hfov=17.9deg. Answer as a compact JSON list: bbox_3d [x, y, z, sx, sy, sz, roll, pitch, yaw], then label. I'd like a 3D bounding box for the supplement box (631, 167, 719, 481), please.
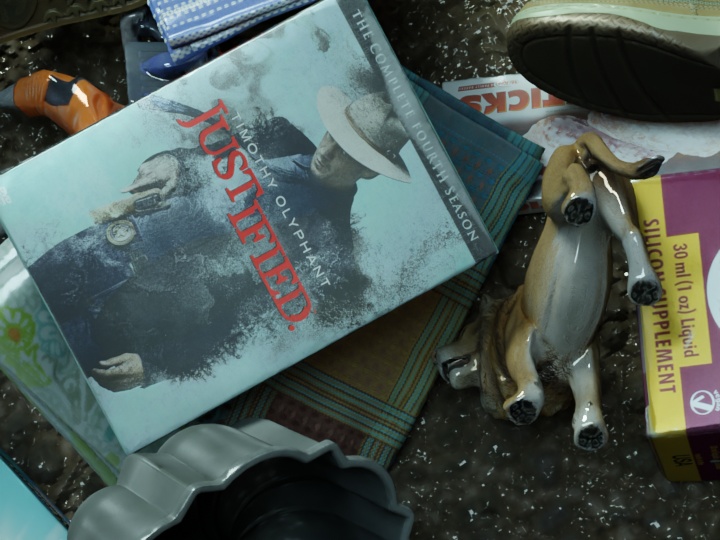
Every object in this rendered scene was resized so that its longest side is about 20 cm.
[{"bbox_3d":[0.233,0.021,1.088,0.199,0.103,0.132,-7,71,11],"label":"supplement box"}]

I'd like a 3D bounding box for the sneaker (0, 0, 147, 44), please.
[{"bbox_3d":[-0.198,-0.170,1.241,0.199,0.067,0.090,-8,36,7],"label":"sneaker"}]

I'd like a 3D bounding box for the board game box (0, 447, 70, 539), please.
[{"bbox_3d":[-0.211,0.175,1.175,0.151,0.047,0.200,-46,69,-4],"label":"board game box"}]

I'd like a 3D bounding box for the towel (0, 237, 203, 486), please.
[{"bbox_3d":[-0.079,0.012,1.134,0.200,0.171,0.048,-40,35,-3],"label":"towel"}]

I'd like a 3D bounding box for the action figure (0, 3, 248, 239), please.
[{"bbox_3d":[-0.120,-0.087,1.233,0.192,0.105,0.201,-5,42,6],"label":"action figure"}]

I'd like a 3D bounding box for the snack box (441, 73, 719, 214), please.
[{"bbox_3d":[0.142,-0.072,1.181,0.199,0.024,0.072,-6,69,12],"label":"snack box"}]

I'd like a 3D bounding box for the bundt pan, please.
[{"bbox_3d":[-0.071,0.156,1.078,0.076,0.202,0.202,32,81,43],"label":"bundt pan"}]

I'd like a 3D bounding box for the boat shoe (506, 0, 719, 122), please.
[{"bbox_3d":[0.175,-0.119,1.148,0.199,0.072,0.076,9,57,9],"label":"boat shoe"}]

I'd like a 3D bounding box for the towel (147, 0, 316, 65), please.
[{"bbox_3d":[-0.052,-0.187,1.152,0.144,0.024,0.200,-22,44,-2],"label":"towel"}]

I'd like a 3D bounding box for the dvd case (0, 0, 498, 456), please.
[{"bbox_3d":[-0.056,-0.024,1.069,0.199,0.022,0.147,-28,92,-3],"label":"dvd case"}]

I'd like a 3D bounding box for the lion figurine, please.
[{"bbox_3d":[0.097,0.001,1.081,0.072,0.201,0.123,16,32,-11],"label":"lion figurine"}]

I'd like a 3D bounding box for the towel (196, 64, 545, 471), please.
[{"bbox_3d":[0.000,0.000,1.126,0.022,0.146,0.201,23,87,56],"label":"towel"}]
